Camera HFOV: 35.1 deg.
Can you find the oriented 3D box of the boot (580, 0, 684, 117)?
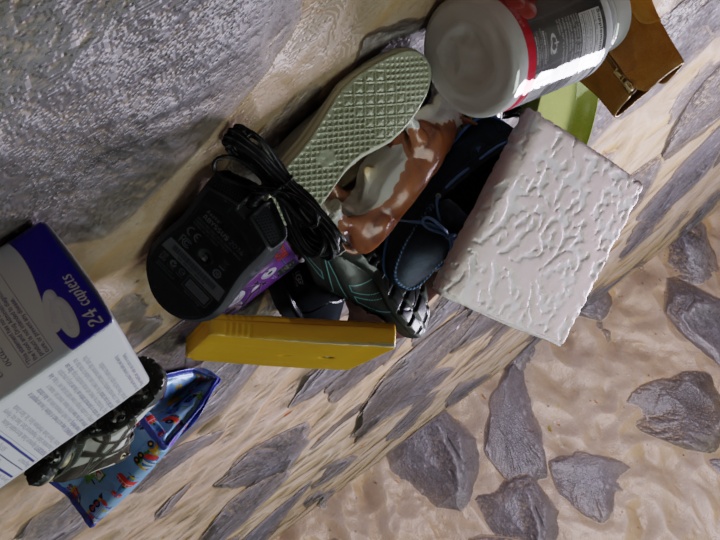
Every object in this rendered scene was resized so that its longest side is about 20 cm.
[{"bbox_3d":[0.275,-0.261,1.126,0.071,0.144,0.201,-26,160,-41],"label":"boot"}]

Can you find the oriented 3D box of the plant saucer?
[{"bbox_3d":[0.221,-0.177,1.286,0.200,0.031,0.201,-40,139,-47],"label":"plant saucer"}]

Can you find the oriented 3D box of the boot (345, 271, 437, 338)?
[{"bbox_3d":[0.074,0.025,1.513,0.199,0.073,0.167,-7,142,-10],"label":"boot"}]

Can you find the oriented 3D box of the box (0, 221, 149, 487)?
[{"bbox_3d":[-0.285,0.084,0.890,0.200,0.105,0.184,-36,165,-14],"label":"box"}]

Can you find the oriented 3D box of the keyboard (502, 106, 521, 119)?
[{"bbox_3d":[0.208,-0.211,1.315,0.200,0.040,0.104,-19,155,-49],"label":"keyboard"}]

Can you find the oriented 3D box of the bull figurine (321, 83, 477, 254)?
[{"bbox_3d":[0.033,-0.107,1.104,0.200,0.065,0.121,-59,144,-2],"label":"bull figurine"}]

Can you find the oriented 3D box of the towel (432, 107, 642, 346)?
[{"bbox_3d":[0.183,-0.038,1.153,0.191,0.032,0.201,24,95,-38],"label":"towel"}]

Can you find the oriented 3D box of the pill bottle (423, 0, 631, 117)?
[{"bbox_3d":[0.161,-0.218,1.048,0.200,0.111,0.111,-26,161,-39],"label":"pill bottle"}]

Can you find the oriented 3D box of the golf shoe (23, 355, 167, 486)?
[{"bbox_3d":[-0.263,0.154,1.181,0.200,0.078,0.094,-34,152,20],"label":"golf shoe"}]

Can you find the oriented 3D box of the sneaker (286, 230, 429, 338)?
[{"bbox_3d":[0.000,0.000,1.210,0.079,0.200,0.076,-20,-148,36],"label":"sneaker"}]

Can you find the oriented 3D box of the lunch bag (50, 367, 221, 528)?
[{"bbox_3d":[-0.254,0.186,1.334,0.151,0.094,0.200,-47,175,22],"label":"lunch bag"}]

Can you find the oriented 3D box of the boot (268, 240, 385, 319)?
[{"bbox_3d":[-0.005,0.019,1.331,0.168,0.077,0.200,-20,160,6],"label":"boot"}]

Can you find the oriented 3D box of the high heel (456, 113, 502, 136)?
[{"bbox_3d":[0.068,-0.112,1.201,0.142,0.071,0.200,-35,175,-36],"label":"high heel"}]

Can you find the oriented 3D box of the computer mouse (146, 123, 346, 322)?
[{"bbox_3d":[-0.109,-0.028,0.989,0.200,0.139,0.053,-39,-175,34],"label":"computer mouse"}]

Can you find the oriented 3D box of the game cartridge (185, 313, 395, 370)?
[{"bbox_3d":[-0.082,0.078,1.238,0.199,0.033,0.176,6,166,-17],"label":"game cartridge"}]

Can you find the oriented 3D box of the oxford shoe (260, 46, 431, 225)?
[{"bbox_3d":[-0.019,-0.125,1.014,0.200,0.075,0.058,-47,-154,-2],"label":"oxford shoe"}]

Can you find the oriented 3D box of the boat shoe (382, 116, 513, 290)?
[{"bbox_3d":[0.090,-0.065,1.144,0.084,0.069,0.200,21,103,-36],"label":"boat shoe"}]

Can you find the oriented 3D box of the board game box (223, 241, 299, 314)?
[{"bbox_3d":[-0.130,-0.005,1.146,0.120,0.032,0.200,-42,165,-4],"label":"board game box"}]
